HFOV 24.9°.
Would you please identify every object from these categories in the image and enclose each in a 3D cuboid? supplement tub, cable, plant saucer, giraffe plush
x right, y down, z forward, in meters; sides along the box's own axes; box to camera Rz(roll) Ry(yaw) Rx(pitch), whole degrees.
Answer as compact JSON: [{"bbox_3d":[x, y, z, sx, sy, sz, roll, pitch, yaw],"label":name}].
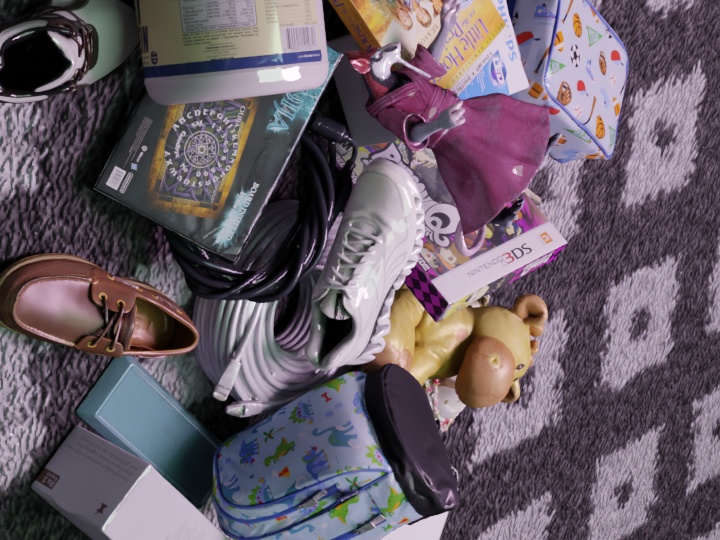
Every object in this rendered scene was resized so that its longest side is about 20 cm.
[{"bbox_3d":[-0.104,-0.233,1.247,0.145,0.145,0.201,-14,101,-46],"label":"supplement tub"},{"bbox_3d":[-0.065,0.035,1.503,0.200,0.069,0.201,9,98,-52],"label":"cable"},{"bbox_3d":[-0.094,-0.068,1.388,0.163,0.051,0.200,37,72,-22],"label":"cable"},{"bbox_3d":[-0.178,0.149,1.463,0.070,0.019,0.200,-56,141,-16],"label":"plant saucer"},{"bbox_3d":[0.091,0.078,1.595,0.173,0.162,0.201,106,3,-65],"label":"giraffe plush"}]

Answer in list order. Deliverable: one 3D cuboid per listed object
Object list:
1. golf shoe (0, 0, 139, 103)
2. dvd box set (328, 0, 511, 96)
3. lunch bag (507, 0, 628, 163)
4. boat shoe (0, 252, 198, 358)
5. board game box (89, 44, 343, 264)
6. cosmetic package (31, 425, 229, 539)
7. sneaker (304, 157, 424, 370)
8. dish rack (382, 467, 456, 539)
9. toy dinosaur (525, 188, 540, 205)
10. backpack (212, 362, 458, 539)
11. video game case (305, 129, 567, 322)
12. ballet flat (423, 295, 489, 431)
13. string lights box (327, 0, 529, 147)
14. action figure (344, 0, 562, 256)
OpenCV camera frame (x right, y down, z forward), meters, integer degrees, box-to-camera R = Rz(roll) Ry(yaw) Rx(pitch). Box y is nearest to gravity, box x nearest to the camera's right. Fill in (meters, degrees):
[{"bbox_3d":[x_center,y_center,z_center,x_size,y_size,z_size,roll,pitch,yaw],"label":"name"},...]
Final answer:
[{"bbox_3d":[-0.224,-0.157,1.205,0.200,0.094,0.078,-24,123,-44],"label":"golf shoe"},{"bbox_3d":[0.042,-0.249,1.457,0.146,0.029,0.200,-49,115,-32],"label":"dvd box set"},{"bbox_3d":[0.214,-0.211,1.699,0.200,0.075,0.161,38,56,-52],"label":"lunch bag"},{"bbox_3d":[-0.211,0.034,1.329,0.200,0.067,0.072,15,95,-52],"label":"boat shoe"},{"bbox_3d":[-0.117,-0.123,1.343,0.135,0.028,0.200,29,84,-16],"label":"board game box"},{"bbox_3d":[-0.186,0.224,1.423,0.074,0.101,0.200,-54,141,-18],"label":"cosmetic package"},{"bbox_3d":[0.000,0.000,1.423,0.081,0.075,0.201,-23,131,-57],"label":"sneaker"},{"bbox_3d":[0.036,0.294,1.766,0.171,0.043,0.201,14,95,-51],"label":"dish rack"},{"bbox_3d":[0.133,-0.084,1.702,0.200,0.047,0.088,-22,138,-43],"label":"toy dinosaur"},{"bbox_3d":[-0.034,0.184,1.458,0.200,0.163,0.154,-38,129,21],"label":"backpack"},{"bbox_3d":[0.073,-0.064,1.531,0.181,0.200,0.036,-24,160,-42],"label":"video game case"},{"bbox_3d":[0.096,0.098,1.727,0.076,0.064,0.201,-15,119,-46],"label":"ballet flat"},{"bbox_3d":[0.067,-0.193,1.535,0.200,0.059,0.103,-25,103,-42],"label":"string lights box"},{"bbox_3d":[0.067,-0.133,1.414,0.149,0.200,0.134,-49,-166,47],"label":"action figure"}]
